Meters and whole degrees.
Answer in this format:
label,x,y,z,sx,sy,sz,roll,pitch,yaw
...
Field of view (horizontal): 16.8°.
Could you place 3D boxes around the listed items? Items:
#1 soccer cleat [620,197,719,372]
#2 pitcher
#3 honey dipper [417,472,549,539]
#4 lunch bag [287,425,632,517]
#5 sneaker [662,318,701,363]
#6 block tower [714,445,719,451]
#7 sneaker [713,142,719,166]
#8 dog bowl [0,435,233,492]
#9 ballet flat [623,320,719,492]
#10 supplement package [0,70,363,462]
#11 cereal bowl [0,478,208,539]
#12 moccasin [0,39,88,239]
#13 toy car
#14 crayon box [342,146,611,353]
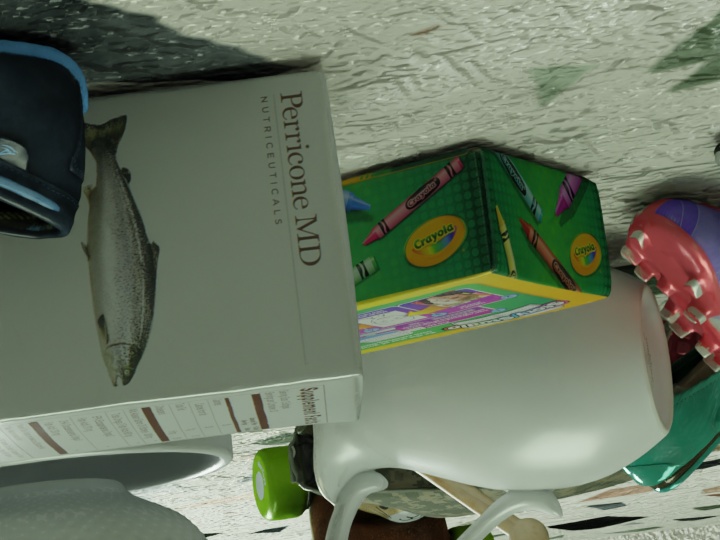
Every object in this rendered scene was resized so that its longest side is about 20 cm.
label,x,y,z,sx,sy,sz,roll,pitch,yaw
soccer cleat,0.184,-0.006,1.242,0.076,0.067,0.200,-46,157,-3
pitcher,0.066,0.086,1.305,0.199,0.173,0.121,-10,174,16
honey dipper,0.023,0.101,1.383,0.199,0.038,0.038,34,176,12
lunch bag,0.066,0.090,1.471,0.199,0.118,0.164,-16,168,17
sneaker,0.219,0.070,1.570,0.198,0.081,0.075,-7,171,-5
block tower,0.219,0.122,1.900,0.199,0.058,0.054,-14,168,24
sneaker,0.224,0.003,1.135,0.075,0.116,0.200,-14,168,29
dog bowl,-0.173,0.079,1.352,0.199,0.079,0.200,-7,169,-1
ballet flat,0.213,0.036,1.360,0.200,0.071,0.067,-42,-164,-9
supplement package,-0.103,0.004,0.915,0.198,0.118,0.117,-8,169,-1
cereal bowl,-0.176,0.164,1.357,0.199,0.084,0.200,-8,169,-2
moccasin,-0.175,-0.039,0.771,0.199,0.069,0.080,-2,168,-26
toy car,0.028,0.157,1.752,0.163,0.159,0.200,-6,157,-17
crayon box,0.000,0.000,1.117,0.199,0.059,0.119,-14,168,29
